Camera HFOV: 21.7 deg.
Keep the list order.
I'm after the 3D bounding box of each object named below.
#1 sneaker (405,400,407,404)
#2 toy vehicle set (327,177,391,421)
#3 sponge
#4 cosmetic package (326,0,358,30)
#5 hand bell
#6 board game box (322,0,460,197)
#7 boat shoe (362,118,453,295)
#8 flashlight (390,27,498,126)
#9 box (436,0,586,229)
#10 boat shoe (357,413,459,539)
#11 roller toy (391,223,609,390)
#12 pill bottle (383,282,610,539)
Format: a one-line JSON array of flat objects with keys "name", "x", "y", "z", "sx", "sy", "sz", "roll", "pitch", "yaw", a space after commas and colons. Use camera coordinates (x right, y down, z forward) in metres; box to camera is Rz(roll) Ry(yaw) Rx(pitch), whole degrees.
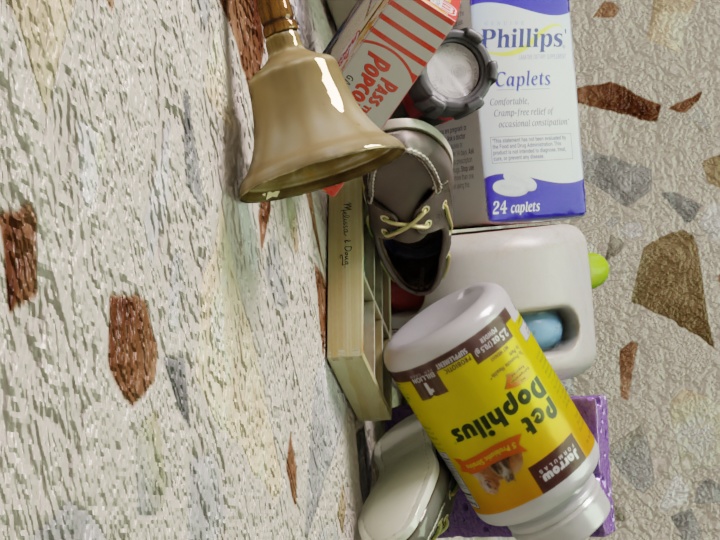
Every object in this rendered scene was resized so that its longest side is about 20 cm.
[{"name": "sneaker", "x": 0.067, "y": 0.128, "z": 1.698, "sx": 0.087, "sy": 0.075, "sz": 0.201, "roll": 51, "pitch": 28, "yaw": -61}, {"name": "toy vehicle set", "x": 0.000, "y": 0.000, "z": 1.447, "sx": 0.124, "sy": 0.026, "sz": 0.201, "roll": 66, "pitch": 21, "yaw": -63}, {"name": "sponge", "x": 0.113, "y": 0.163, "z": 1.546, "sx": 0.030, "sy": 0.199, "sz": 0.112, "roll": -6, "pitch": 90, "yaw": -58}, {"name": "cosmetic package", "x": 0.011, "y": -0.261, "z": 1.454, "sx": 0.200, "sy": 0.087, "sz": 0.104, "roll": 66, "pitch": 20, "yaw": -64}, {"name": "hand bell", "x": -0.051, "y": -0.151, "z": 1.123, "sx": 0.104, "sy": 0.104, "sz": 0.201, "roll": 12, "pitch": 61, "yaw": -80}, {"name": "board game box", "x": 0.014, "y": -0.159, "z": 1.303, "sx": 0.152, "sy": 0.046, "sz": 0.200, "roll": -54, "pitch": -170, "yaw": 27}, {"name": "boat shoe", "x": 0.037, "y": -0.046, "z": 1.402, "sx": 0.200, "sy": 0.071, "sz": 0.060, "roll": 78, "pitch": 8, "yaw": -65}, {"name": "flashlight", "x": 0.043, "y": -0.136, "z": 1.419, "sx": 0.068, "sy": 0.068, "sz": 0.200, "roll": 57, "pitch": -13, "yaw": -6}, {"name": "box", "x": 0.097, "y": -0.137, "z": 1.612, "sx": 0.184, "sy": 0.104, "sz": 0.201, "roll": -3, "pitch": -88, "yaw": 62}, {"name": "boat shoe", "x": 0.045, "y": 0.177, "z": 1.461, "sx": 0.060, "sy": 0.072, "sz": 0.202, "roll": 55, "pitch": 15, "yaw": -14}, {"name": "roller toy", "x": 0.102, "y": 0.037, "z": 1.580, "sx": 0.182, "sy": 0.199, "sz": 0.141, "roll": -9, "pitch": 94, "yaw": -70}, {"name": "pill bottle", "x": 0.110, "y": 0.118, "z": 1.441, "sx": 0.201, "sy": 0.109, "sz": 0.109, "roll": 58, "pitch": 16, "yaw": -11}]
